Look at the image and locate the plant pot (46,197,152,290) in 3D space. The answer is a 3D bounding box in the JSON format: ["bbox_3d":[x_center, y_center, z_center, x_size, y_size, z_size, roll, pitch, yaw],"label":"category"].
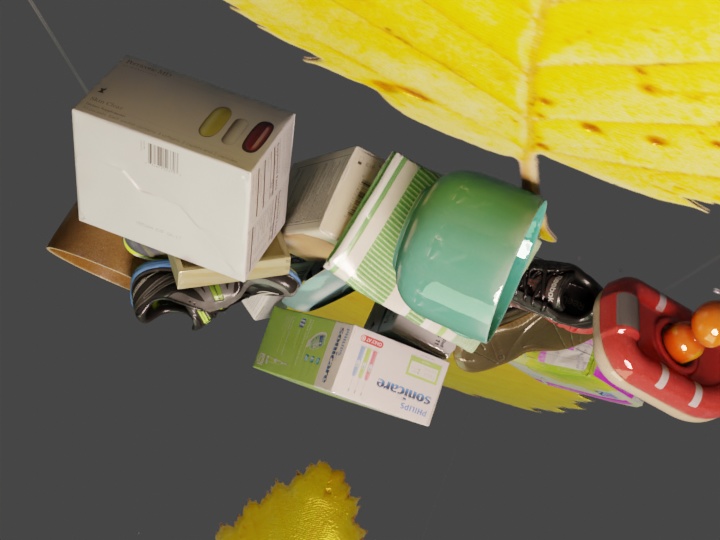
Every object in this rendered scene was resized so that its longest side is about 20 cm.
[{"bbox_3d":[-0.261,-0.079,1.550,0.186,0.200,0.186,21,170,4],"label":"plant pot"}]

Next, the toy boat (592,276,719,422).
[{"bbox_3d":[0.354,0.075,1.347,0.200,0.131,0.131,27,140,-26],"label":"toy boat"}]

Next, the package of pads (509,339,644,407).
[{"bbox_3d":[0.303,0.132,1.834,0.200,0.068,0.154,11,165,48],"label":"package of pads"}]

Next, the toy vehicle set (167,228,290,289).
[{"bbox_3d":[-0.164,-0.066,1.402,0.124,0.200,0.027,-7,136,-17],"label":"toy vehicle set"}]

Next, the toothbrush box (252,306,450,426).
[{"bbox_3d":[-0.014,0.114,1.509,0.146,0.086,0.200,23,174,-31],"label":"toothbrush box"}]

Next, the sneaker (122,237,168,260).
[{"bbox_3d":[-0.182,-0.038,1.451,0.200,0.074,0.081,6,-177,-39],"label":"sneaker"}]

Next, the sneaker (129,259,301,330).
[{"bbox_3d":[-0.163,0.028,1.411,0.200,0.083,0.071,-5,153,9],"label":"sneaker"}]

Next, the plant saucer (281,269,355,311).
[{"bbox_3d":[0.000,0.000,1.488,0.027,0.200,0.200,61,171,4],"label":"plant saucer"}]

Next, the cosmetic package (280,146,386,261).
[{"bbox_3d":[-0.032,-0.070,1.389,0.071,0.105,0.200,27,171,-20],"label":"cosmetic package"}]

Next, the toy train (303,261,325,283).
[{"bbox_3d":[-0.077,-0.034,1.638,0.087,0.114,0.200,28,169,-35],"label":"toy train"}]

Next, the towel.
[{"bbox_3d":[0.078,-0.019,1.307,0.200,0.153,0.023,28,-171,-24],"label":"towel"}]

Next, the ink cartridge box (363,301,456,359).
[{"bbox_3d":[0.080,0.036,1.581,0.083,0.147,0.200,26,169,-8],"label":"ink cartridge box"}]

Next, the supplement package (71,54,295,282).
[{"bbox_3d":[-0.184,-0.108,1.309,0.200,0.111,0.156,20,135,11],"label":"supplement package"}]

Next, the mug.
[{"bbox_3d":[0.095,-0.006,1.222,0.114,0.185,0.152,23,-157,11],"label":"mug"}]

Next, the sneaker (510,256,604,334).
[{"bbox_3d":[0.195,0.015,1.425,0.200,0.071,0.098,20,173,2],"label":"sneaker"}]

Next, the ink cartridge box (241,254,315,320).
[{"bbox_3d":[-0.146,-0.047,1.596,0.050,0.109,0.200,-10,-126,-43],"label":"ink cartridge box"}]

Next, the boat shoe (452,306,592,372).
[{"bbox_3d":[0.204,0.063,1.519,0.066,0.201,0.072,-108,0,-57],"label":"boat shoe"}]
